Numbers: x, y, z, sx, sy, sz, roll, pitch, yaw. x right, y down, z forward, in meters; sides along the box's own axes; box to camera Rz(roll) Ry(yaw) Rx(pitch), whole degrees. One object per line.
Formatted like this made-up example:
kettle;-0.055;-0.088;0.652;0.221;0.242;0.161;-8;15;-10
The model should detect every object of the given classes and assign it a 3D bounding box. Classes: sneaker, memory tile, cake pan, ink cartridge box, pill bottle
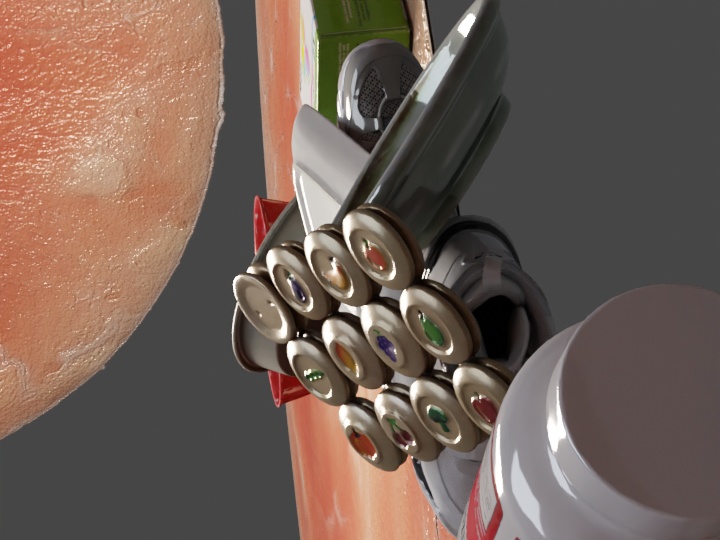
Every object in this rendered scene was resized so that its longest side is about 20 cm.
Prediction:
sneaker;0.070;0.074;1.128;0.115;0.075;0.201;-119;26;-77
memory tile;0.008;0.043;1.085;0.153;0.017;0.200;54;152;-6
cake pan;-0.027;0.002;1.567;0.037;0.200;0.201;31;145;22
ink cartridge box;-0.015;-0.204;1.603;0.148;0.076;0.200;92;168;-48
pill bottle;0.100;0.085;0.732;0.200;0.112;0.113;99;164;-64
sneaker;0.040;-0.064;1.356;0.082;0.075;0.201;-152;46;-71

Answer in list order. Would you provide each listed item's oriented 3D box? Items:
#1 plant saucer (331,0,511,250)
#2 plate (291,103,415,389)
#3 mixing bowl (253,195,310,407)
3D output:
plant saucer;0.040;-0.067;1.142;0.200;0.050;0.200;-58;6;9
plate;0.000;0.000;1.366;0.200;0.032;0.200;-136;30;-64
mixing bowl;-0.037;0.024;1.847;0.200;0.108;0.201;174;90;-84
